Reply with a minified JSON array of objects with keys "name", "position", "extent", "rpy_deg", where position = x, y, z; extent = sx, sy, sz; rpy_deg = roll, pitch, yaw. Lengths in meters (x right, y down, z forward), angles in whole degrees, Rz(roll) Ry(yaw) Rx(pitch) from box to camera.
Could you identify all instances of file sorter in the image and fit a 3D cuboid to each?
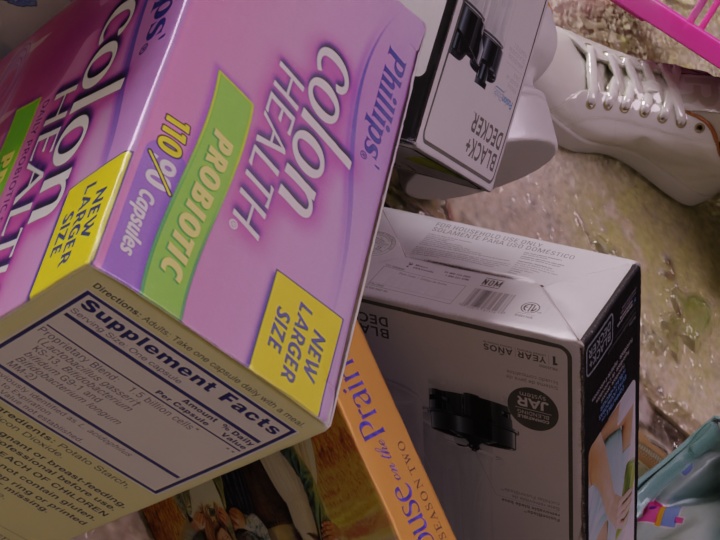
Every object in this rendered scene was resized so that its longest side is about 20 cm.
[{"name":"file sorter","position":[0.265,-0.162,1.018],"extent":[0.199,0.126,0.139],"rpy_deg":[35,14,8]}]

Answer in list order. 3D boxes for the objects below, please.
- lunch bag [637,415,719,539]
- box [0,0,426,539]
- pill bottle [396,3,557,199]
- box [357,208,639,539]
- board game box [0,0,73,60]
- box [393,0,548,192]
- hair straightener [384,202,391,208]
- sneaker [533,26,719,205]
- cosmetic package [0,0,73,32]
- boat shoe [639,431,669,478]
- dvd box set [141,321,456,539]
[{"name":"lunch bag","position":[0.178,0.192,0.825],"extent":[0.171,0.121,0.201],"rpy_deg":[55,45,-33]},{"name":"box","position":[-0.090,-0.012,0.616],"extent":[0.096,0.199,0.177],"rpy_deg":[36,49,-27]},{"name":"pill bottle","position":[0.037,-0.144,0.879],"extent":[0.112,0.112,0.202],"rpy_deg":[0,70,-45]},{"name":"box","position":[0.049,0.085,0.695],"extent":[0.060,0.116,0.201],"rpy_deg":[-46,139,-47]},{"name":"board game box","position":[-0.114,-0.126,0.647],"extent":[0.199,0.199,0.026],"rpy_deg":[29,55,-32]},{"name":"box","position":[0.044,-0.144,0.746],"extent":[0.117,0.060,0.202],"rpy_deg":[23,85,-69]},{"name":"hair straightener","position":[0.000,0.000,0.830],"extent":[0.200,0.041,0.077],"rpy_deg":[44,45,-27]},{"name":"sneaker","position":[0.170,-0.106,1.017],"extent":[0.199,0.084,0.073],"rpy_deg":[21,58,-36]},{"name":"cosmetic package","position":[-0.113,-0.139,0.727],"extent":[0.199,0.103,0.074],"rpy_deg":[31,55,-33]},{"name":"boat shoe","position":[0.100,0.087,0.868],"extent":[0.200,0.071,0.077],"rpy_deg":[37,36,-41]},{"name":"dvd box set","position":[-0.022,0.113,0.663],"extent":[0.029,0.146,0.201],"rpy_deg":[-22,88,-43]}]
